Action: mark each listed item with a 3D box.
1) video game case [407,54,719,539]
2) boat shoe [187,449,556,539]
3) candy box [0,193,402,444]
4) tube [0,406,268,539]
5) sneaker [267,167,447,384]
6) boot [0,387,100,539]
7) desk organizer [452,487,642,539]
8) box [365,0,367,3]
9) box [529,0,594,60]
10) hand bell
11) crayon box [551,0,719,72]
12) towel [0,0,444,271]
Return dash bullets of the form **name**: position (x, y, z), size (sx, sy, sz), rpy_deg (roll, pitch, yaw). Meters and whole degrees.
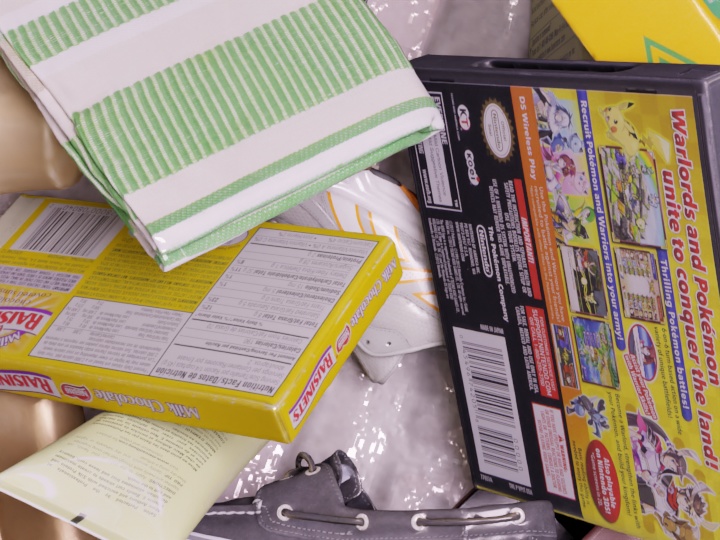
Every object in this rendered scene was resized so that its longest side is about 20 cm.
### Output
- **video game case**: position (0.095, 0.013, 0.767), size (0.025, 0.181, 0.201), rpy_deg (-22, 109, -33)
- **boat shoe**: position (-0.009, 0.113, 0.830), size (0.199, 0.070, 0.066), rpy_deg (5, 80, 22)
- **candy box**: position (-0.091, 0.015, 0.786), size (0.199, 0.026, 0.102), rpy_deg (8, 47, 31)
- **tube**: position (-0.075, 0.069, 0.789), size (0.058, 0.200, 0.052), rpy_deg (-19, 98, 22)
- **sneaker**: position (0.000, 0.000, 0.870), size (0.199, 0.076, 0.092), rpy_deg (23, 91, -2)
- **boot**: position (-0.112, 0.138, 0.801), size (0.175, 0.066, 0.201), rpy_deg (-15, 87, 30)
- **desk organizer**: position (0.122, 0.092, 0.879), size (0.200, 0.072, 0.077), rpy_deg (-43, 90, -11)
- **box**: position (-0.066, -0.187, 0.890), size (0.159, 0.049, 0.201), rpy_deg (13, 82, -10)
- **box**: position (0.178, -0.173, 0.905), size (0.175, 0.097, 0.201), rpy_deg (4, 84, -9)
- **hand bell**: position (-0.092, -0.061, 0.811), size (0.199, 0.104, 0.104), rpy_deg (5, 83, 11)
- **crayon box**: position (0.153, -0.083, 0.778), size (0.052, 0.126, 0.200), rpy_deg (-35, 91, 29)
- **towel**: position (-0.077, -0.101, 0.791), size (0.152, 0.023, 0.200), rpy_deg (-28, 62, -24)
